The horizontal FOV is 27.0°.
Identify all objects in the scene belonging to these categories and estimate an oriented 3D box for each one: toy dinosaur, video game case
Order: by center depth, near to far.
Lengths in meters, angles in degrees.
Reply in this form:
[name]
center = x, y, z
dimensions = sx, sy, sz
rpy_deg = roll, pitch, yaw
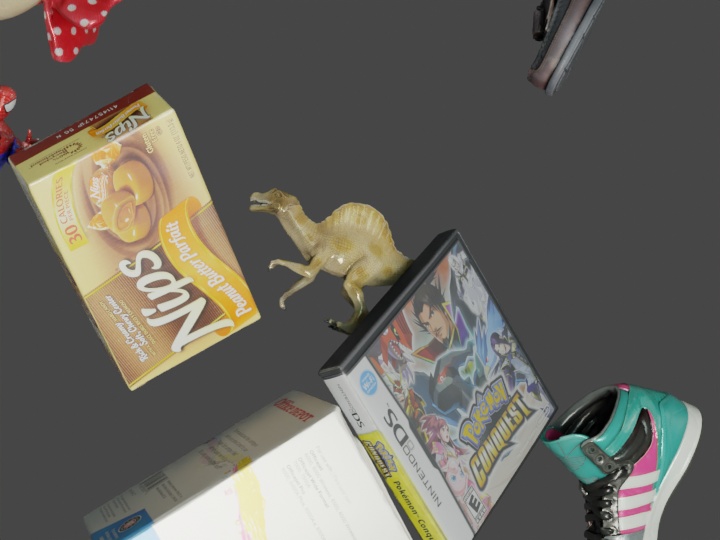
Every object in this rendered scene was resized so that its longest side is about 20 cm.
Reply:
[video game case]
center = 0.068, 0.093, 1.160
dimensions = 0.181, 0.025, 0.200
rpy_deg = 59, 42, -16
[toy dinosaur]
center = 0.000, 0.000, 1.188
dimensions = 0.200, 0.058, 0.101
rpy_deg = 22, 84, -15

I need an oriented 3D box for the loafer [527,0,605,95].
[loafer]
center = 0.176, -0.239, 1.233
dimensions = 0.063, 0.072, 0.200
rpy_deg = 26, 78, 5

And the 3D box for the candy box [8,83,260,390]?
[candy box]
center = -0.161, -0.021, 1.100
dimensions = 0.115, 0.055, 0.200
rpy_deg = -29, 129, -13

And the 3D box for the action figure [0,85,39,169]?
[action figure]
center = -0.290, -0.044, 1.091
dimensions = 0.065, 0.099, 0.200
rpy_deg = 21, 83, -15

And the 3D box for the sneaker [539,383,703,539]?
[sneaker]
center = 0.194, 0.177, 1.230
dimensions = 0.121, 0.084, 0.200
rpy_deg = 29, 76, -19

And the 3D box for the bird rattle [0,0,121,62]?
[bird rattle]
center = -0.261, -0.242, 1.084
dimensions = 0.163, 0.113, 0.200
rpy_deg = -24, 108, -33

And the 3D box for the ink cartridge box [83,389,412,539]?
[ink cartridge box]
center = -0.081, 0.204, 1.125
dimensions = 0.200, 0.147, 0.145
rpy_deg = -31, 99, -12
